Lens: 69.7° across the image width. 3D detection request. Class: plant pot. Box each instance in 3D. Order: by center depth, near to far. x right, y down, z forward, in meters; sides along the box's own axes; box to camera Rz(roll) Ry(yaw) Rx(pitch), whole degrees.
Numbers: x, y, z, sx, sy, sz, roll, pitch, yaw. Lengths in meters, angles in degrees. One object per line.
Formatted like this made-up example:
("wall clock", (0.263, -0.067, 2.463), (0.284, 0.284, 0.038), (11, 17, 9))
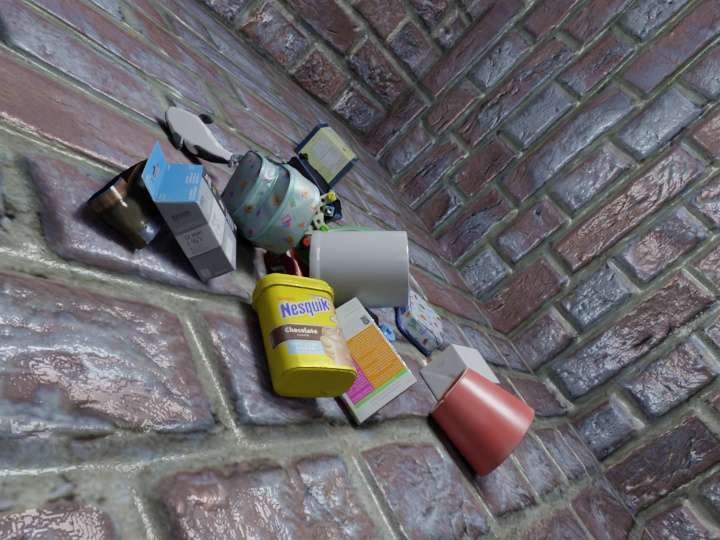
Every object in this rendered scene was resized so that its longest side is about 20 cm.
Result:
("plant pot", (0.271, 0.338, 1.201), (0.177, 0.201, 0.200), (40, 15, 12))

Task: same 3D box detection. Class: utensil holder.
("utensil holder", (0.000, 0.000, 1.088), (0.170, 0.197, 0.173), (-1, 90, -88))

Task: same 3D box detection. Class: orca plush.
("orca plush", (-0.356, -0.291, 1.180), (0.198, 0.106, 0.071), (23, -22, -3))

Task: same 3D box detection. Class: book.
("book", (-0.007, 0.165, 0.970), (0.201, 0.133, 0.048), (54, -24, 17))

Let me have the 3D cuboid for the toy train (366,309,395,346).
("toy train", (0.015, 0.165, 1.087), (0.114, 0.087, 0.201), (37, 23, -21))

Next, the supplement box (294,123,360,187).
("supplement box", (-0.124, -0.450, 2.020), (0.200, 0.134, 0.200), (46, 17, -7))

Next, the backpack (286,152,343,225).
("backpack", (-0.137, -0.198, 1.424), (0.184, 0.134, 0.200), (54, 5, 15))

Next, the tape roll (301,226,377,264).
("tape roll", (-0.046, -0.059, 1.265), (0.201, 0.197, 0.049), (-81, 170, -69))

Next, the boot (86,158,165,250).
("boot", (-0.352, -0.109, 0.821), (0.098, 0.074, 0.201), (58, 13, -25))

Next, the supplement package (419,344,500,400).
("supplement package", (0.273, 0.289, 1.398), (0.199, 0.121, 0.120), (20, 32, -57))

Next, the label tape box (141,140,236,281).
("label tape box", (-0.273, -0.106, 0.854), (0.144, 0.065, 0.202), (-107, 179, -55))

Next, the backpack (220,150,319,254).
("backpack", (-0.181, -0.133, 1.020), (0.199, 0.177, 0.153), (32, -2, 44))

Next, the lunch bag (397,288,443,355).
("lunch bag", (0.172, 0.147, 1.548), (0.160, 0.076, 0.201), (41, 18, -15))

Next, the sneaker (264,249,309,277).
("sneaker", (-0.123, 0.020, 1.071), (0.115, 0.078, 0.201), (33, 24, -38))

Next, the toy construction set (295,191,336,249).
("toy construction set", (-0.153, -0.115, 1.175), (0.092, 0.197, 0.133), (150, -60, -86))

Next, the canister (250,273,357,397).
("canister", (-0.096, 0.110, 0.877), (0.147, 0.087, 0.201), (10, 39, -31))
